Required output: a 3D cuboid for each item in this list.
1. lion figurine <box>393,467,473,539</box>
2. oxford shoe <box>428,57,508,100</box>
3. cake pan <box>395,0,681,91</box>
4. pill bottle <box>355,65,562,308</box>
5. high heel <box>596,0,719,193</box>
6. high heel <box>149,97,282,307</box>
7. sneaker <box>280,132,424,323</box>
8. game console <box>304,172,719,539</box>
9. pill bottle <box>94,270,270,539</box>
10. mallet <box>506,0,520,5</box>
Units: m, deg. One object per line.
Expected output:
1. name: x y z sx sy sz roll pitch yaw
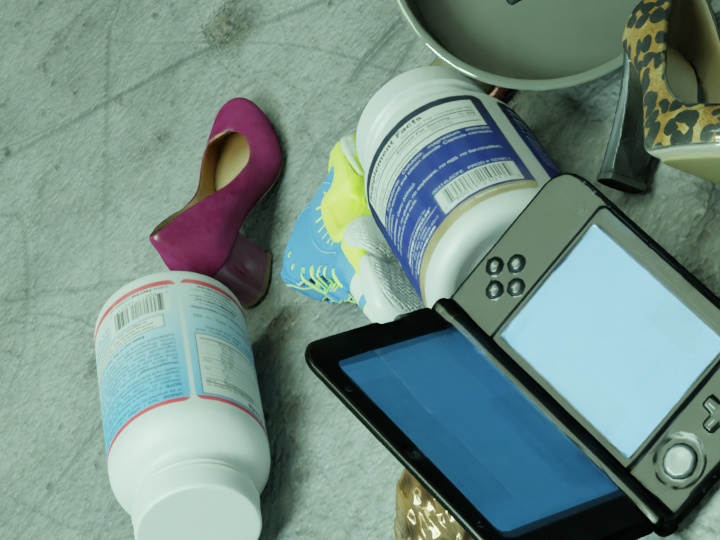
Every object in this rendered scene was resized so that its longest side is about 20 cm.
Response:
1. lion figurine: 0.092 0.097 1.652 0.200 0.072 0.123 -38 49 18
2. oxford shoe: 0.080 -0.167 1.892 0.200 0.075 0.071 -48 33 14
3. cake pan: 0.116 -0.205 1.812 0.199 0.037 0.201 -2 75 8
4. pill bottle: 0.069 -0.042 1.761 0.116 0.116 0.200 -48 33 13
5. high heel: 0.211 -0.122 1.671 0.200 0.071 0.143 -4 68 62
6. high heel: -0.108 -0.069 2.038 0.067 0.096 0.200 -38 37 26
7. sneaker: 0.000 0.000 1.871 0.105 0.076 0.200 -54 23 27
8. game console: 0.104 0.052 1.565 0.176 0.116 0.200 -50 59 8
9. pill bottle: -0.118 0.102 1.890 0.109 0.109 0.200 -41 36 23
10. mallet: 0.184 -0.206 1.754 0.199 0.041 0.066 -29 45 -4
